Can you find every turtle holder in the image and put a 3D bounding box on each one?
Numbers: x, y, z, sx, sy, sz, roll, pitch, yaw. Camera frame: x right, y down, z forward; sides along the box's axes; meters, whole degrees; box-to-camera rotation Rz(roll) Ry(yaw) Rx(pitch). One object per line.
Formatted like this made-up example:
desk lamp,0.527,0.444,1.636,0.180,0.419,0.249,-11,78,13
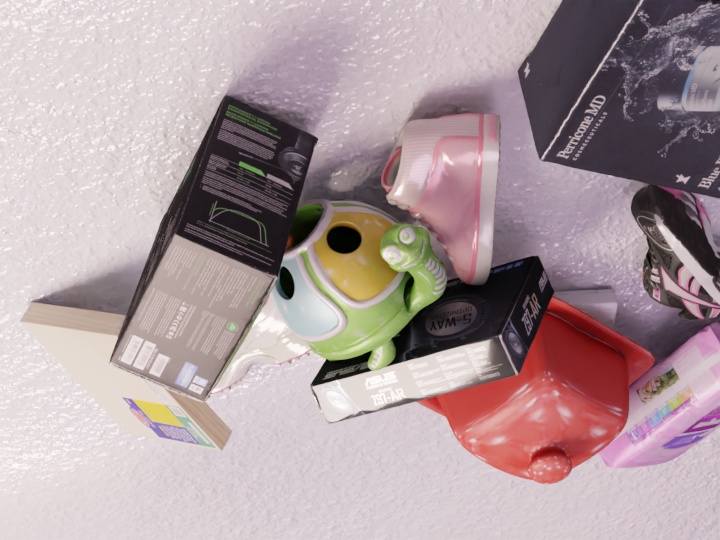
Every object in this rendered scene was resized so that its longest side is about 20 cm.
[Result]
turtle holder,-0.009,0.007,1.504,0.141,0.185,0.132,-46,116,-3

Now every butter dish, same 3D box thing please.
butter dish,0.177,0.144,1.674,0.200,0.148,0.199,29,126,-35

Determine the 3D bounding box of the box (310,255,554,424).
box,0.068,0.064,1.569,0.200,0.160,0.044,-17,110,27

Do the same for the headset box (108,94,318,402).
headset box,-0.123,-0.023,1.440,0.093,0.200,0.174,24,131,-10

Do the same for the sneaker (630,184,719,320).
sneaker,0.304,-0.004,1.623,0.086,0.080,0.200,-20,134,29

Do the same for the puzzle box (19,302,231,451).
puzzle box,-0.226,0.104,1.636,0.133,0.025,0.200,6,146,36

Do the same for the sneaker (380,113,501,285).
sneaker,0.071,-0.064,1.517,0.104,0.075,0.200,0,140,1

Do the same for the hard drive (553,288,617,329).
hard drive,0.153,0.073,1.722,0.200,0.027,0.132,-3,139,-6

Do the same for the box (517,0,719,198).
box,0.264,-0.175,1.385,0.200,0.118,0.197,10,136,-19

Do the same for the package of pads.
package of pads,0.343,0.130,1.759,0.120,0.076,0.200,-5,149,-47

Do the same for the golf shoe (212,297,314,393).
golf shoe,-0.122,0.060,1.641,0.200,0.075,0.092,-25,113,23
